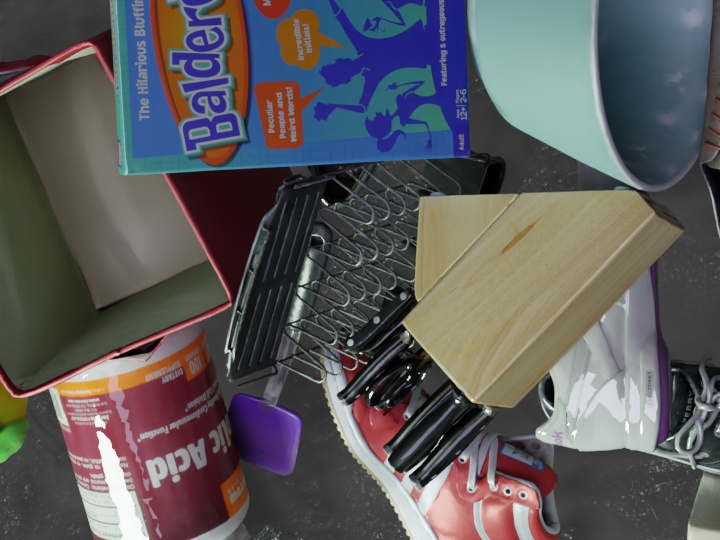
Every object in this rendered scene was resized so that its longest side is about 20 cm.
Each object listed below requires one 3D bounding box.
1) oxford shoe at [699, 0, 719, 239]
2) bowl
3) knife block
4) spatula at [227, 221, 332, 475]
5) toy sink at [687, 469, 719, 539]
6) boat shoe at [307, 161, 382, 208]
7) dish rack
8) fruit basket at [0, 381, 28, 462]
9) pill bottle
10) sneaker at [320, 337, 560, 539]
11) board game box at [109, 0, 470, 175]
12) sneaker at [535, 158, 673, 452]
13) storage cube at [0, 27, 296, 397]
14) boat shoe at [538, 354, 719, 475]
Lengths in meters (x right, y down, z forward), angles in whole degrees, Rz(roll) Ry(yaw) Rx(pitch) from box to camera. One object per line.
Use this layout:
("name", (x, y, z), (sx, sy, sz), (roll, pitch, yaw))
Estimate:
("oxford shoe", (0.232, -0.094, 0.974), (0.071, 0.074, 0.201), (15, 134, 40))
("bowl", (0.133, -0.149, 0.965), (0.105, 0.201, 0.202), (8, 113, 33))
("knife block", (0.086, 0.044, 0.992), (0.199, 0.064, 0.177), (-1, 83, 27))
("spatula", (-0.052, 0.055, 1.165), (0.056, 0.021, 0.201), (19, 113, 6))
("toy sink", (0.313, 0.209, 1.077), (0.199, 0.112, 0.131), (5, 111, 18))
("boat shoe", (0.003, -0.125, 1.035), (0.071, 0.065, 0.201), (11, 130, -4))
("dish rack", (0.000, 0.000, 1.042), (0.054, 0.200, 0.154), (30, 117, 29))
("fruit basket", (-0.279, 0.052, 1.149), (0.214, 0.155, 0.217), (8, 108, 27))
("pill bottle", (-0.142, 0.132, 1.167), (0.113, 0.114, 0.201), (-9, 107, 18))
("sneaker", (0.061, 0.115, 1.130), (0.112, 0.071, 0.201), (-23, 110, 25))
("board game box", (-0.040, -0.135, 0.943), (0.199, 0.045, 0.153), (-5, 96, -12))
("sneaker", (0.137, 0.013, 1.034), (0.099, 0.075, 0.201), (-5, 77, 12))
("storage cube", (-0.161, -0.053, 1.068), (0.170, 0.180, 0.201), (-23, 103, 21))
("boat shoe", (0.212, 0.088, 1.073), (0.198, 0.068, 0.074), (13, 83, 15))
